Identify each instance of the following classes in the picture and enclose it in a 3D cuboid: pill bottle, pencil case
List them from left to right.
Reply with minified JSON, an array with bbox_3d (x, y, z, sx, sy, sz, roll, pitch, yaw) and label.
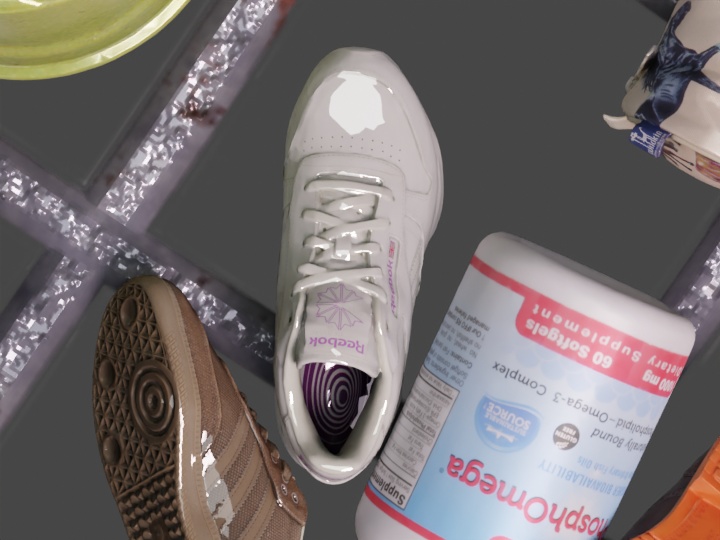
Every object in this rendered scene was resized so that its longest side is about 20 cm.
[{"bbox_3d":[0.065,0.092,1.205,0.109,0.109,0.200,24,95,-6],"label":"pill bottle"},{"bbox_3d":[0.187,-0.136,1.201,0.089,0.078,0.200,24,95,9],"label":"pencil case"}]

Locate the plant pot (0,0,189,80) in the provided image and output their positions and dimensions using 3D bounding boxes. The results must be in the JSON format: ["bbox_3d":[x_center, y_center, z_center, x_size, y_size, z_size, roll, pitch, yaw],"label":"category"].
[{"bbox_3d":[-0.149,-0.176,1.120,0.200,0.184,0.200,0,97,-3],"label":"plant pot"}]

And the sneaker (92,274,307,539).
[{"bbox_3d":[-0.068,0.099,1.227,0.076,0.070,0.200,-7,83,-42],"label":"sneaker"}]

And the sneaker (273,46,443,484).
[{"bbox_3d":[0.000,0.000,1.195,0.075,0.100,0.200,3,96,-1],"label":"sneaker"}]

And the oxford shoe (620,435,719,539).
[{"bbox_3d":[0.138,0.147,1.201,0.071,0.073,0.200,46,64,6],"label":"oxford shoe"}]
